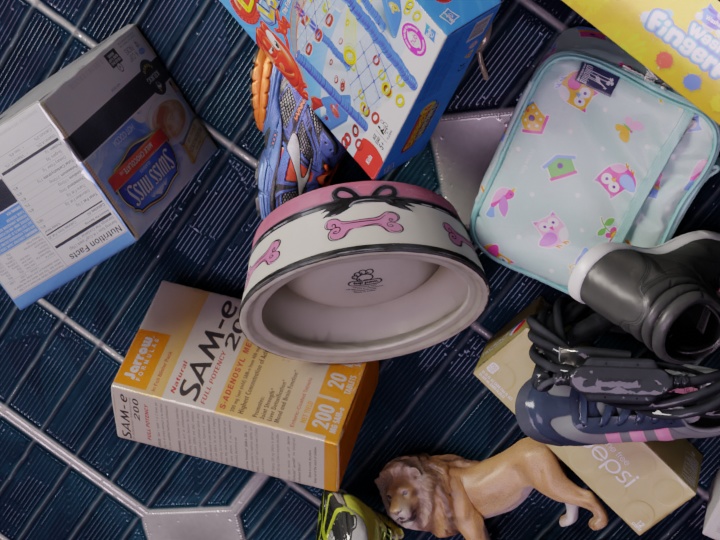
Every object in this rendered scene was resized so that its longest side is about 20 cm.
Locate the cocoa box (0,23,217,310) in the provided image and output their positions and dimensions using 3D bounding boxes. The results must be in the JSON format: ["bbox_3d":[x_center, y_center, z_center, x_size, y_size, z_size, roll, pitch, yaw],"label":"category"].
[{"bbox_3d":[-0.226,-0.085,1.451,0.133,0.200,0.131,-29,104,25],"label":"cocoa box"}]

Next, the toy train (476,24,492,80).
[{"bbox_3d":[0.076,-0.220,1.345,0.084,0.116,0.201,-1,114,18],"label":"toy train"}]

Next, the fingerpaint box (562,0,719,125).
[{"bbox_3d":[0.232,-0.193,1.282,0.200,0.167,0.073,37,119,-3],"label":"fingerpaint box"}]

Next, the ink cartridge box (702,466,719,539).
[{"bbox_3d":[0.397,0.180,1.455,0.199,0.083,0.147,24,118,5],"label":"ink cartridge box"}]

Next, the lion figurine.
[{"bbox_3d":[0.121,0.186,1.559,0.199,0.072,0.123,-26,97,11],"label":"lion figurine"}]

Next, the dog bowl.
[{"bbox_3d":[0.000,0.000,1.431,0.199,0.074,0.200,-5,153,-3],"label":"dog bowl"}]

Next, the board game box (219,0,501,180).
[{"bbox_3d":[-0.007,-0.198,1.331,0.196,0.056,0.200,49,151,13],"label":"board game box"}]

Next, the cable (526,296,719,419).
[{"bbox_3d":[0.229,0.063,1.406,0.199,0.163,0.051,-1,111,4],"label":"cable"}]

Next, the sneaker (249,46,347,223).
[{"bbox_3d":[-0.043,-0.092,1.467,0.078,0.075,0.201,2,117,12],"label":"sneaker"}]

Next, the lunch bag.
[{"bbox_3d":[0.186,-0.078,1.400,0.160,0.077,0.201,27,120,4],"label":"lunch bag"}]

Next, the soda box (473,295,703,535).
[{"bbox_3d":[0.191,0.121,1.501,0.200,0.064,0.068,45,118,-6],"label":"soda box"}]

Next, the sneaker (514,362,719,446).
[{"bbox_3d":[0.222,0.100,1.423,0.199,0.082,0.071,-3,83,-21],"label":"sneaker"}]

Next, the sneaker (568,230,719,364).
[{"bbox_3d":[0.250,0.025,1.356,0.099,0.200,0.071,43,120,34],"label":"sneaker"}]

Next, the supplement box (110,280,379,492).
[{"bbox_3d":[-0.095,0.096,1.531,0.199,0.126,0.074,13,139,10],"label":"supplement box"}]

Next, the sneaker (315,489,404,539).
[{"bbox_3d":[0.001,0.226,1.554,0.076,0.200,0.076,7,85,-2],"label":"sneaker"}]
